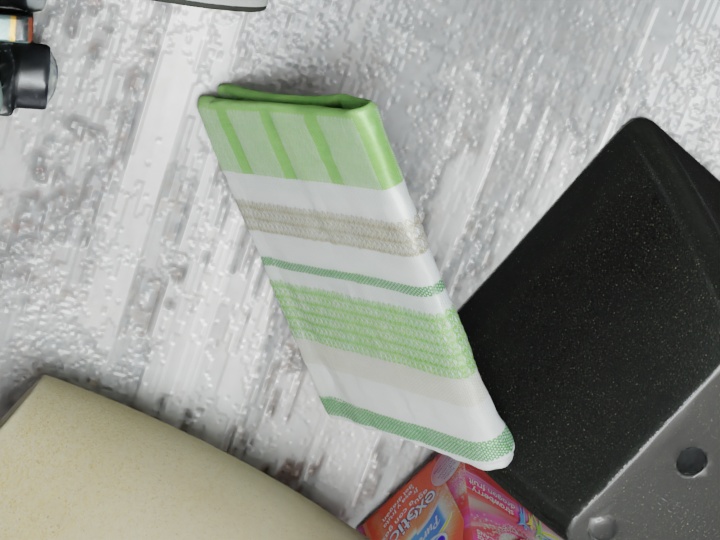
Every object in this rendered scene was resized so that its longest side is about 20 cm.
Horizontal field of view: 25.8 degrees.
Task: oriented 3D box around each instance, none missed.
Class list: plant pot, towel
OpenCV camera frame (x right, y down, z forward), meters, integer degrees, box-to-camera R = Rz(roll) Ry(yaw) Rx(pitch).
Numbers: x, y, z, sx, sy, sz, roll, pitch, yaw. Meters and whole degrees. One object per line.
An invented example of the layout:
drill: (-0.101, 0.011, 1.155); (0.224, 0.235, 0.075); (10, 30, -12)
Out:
plant pot: (0.172, 0.075, 0.825); (0.200, 0.178, 0.200); (37, 103, -21)
towel: (0.000, 0.000, 0.789); (0.031, 0.149, 0.201); (-35, 117, -29)
plant pot: (-0.120, 0.153, 0.826); (0.200, 0.187, 0.187); (43, 102, -8)

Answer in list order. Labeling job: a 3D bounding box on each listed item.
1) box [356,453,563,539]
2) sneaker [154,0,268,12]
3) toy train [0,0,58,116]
box: (0.102, 0.202, 0.903); (0.200, 0.103, 0.095); (35, 115, -22)
sneaker: (-0.105, -0.182, 0.685); (0.200, 0.083, 0.121); (-5, 110, -51)
toy train: (-0.239, -0.122, 0.724); (0.199, 0.085, 0.115); (3, 104, -11)
